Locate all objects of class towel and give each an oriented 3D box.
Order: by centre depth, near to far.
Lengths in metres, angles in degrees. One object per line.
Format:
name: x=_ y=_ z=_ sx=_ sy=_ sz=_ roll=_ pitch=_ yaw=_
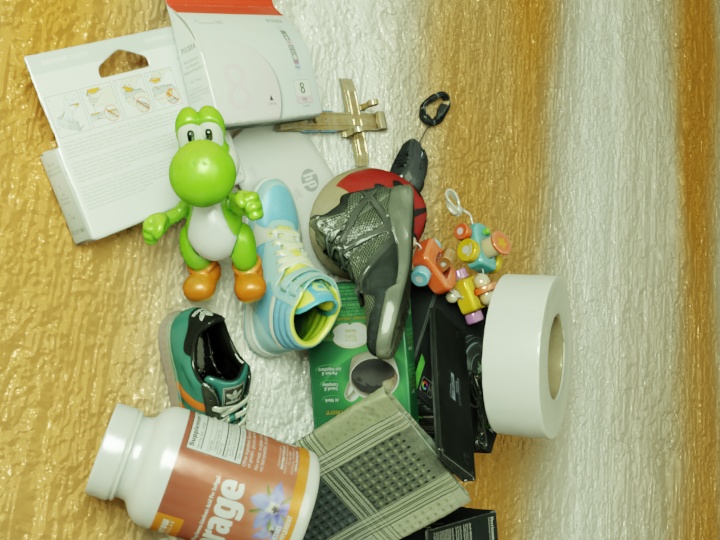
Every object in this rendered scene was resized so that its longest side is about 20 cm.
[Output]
towel: x=-0.001 y=0.234 z=0.929 sx=0.193 sy=0.199 sz=0.035 roll=53 pitch=14 yaw=-25

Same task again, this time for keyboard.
keyboard: x=0.114 y=0.148 z=0.975 sx=0.127 sy=0.020 sz=0.202 roll=42 pitch=37 yaw=-38

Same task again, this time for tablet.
tablet: x=-0.075 y=-0.095 z=1.004 sx=0.201 sy=0.014 sz=0.130 roll=56 pitch=50 yaw=-24

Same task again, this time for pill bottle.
pill bottle: x=-0.147 y=0.196 z=0.785 sx=0.198 sy=0.112 sz=0.113 roll=20 pitch=68 yaw=-11

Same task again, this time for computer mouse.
computer mouse: x=0.091 y=-0.177 z=1.164 sx=0.059 sy=0.034 sz=0.201 roll=43 pitch=56 yaw=-31

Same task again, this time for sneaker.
sneaker: x=-0.146 y=0.136 z=0.852 sx=0.071 sy=0.079 sz=0.202 roll=-23 pitch=100 yaw=-43
sneaker: x=0.000 y=0.000 z=0.905 sx=0.076 sy=0.113 sz=0.202 roll=73 pitch=19 yaw=-66
sneaker: x=-0.069 y=-0.007 z=0.909 sx=0.079 sy=0.130 sz=0.203 roll=-2 pitch=88 yaw=-36

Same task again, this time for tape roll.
tape roll: x=0.212 y=0.106 z=1.050 sx=0.202 sy=0.070 sz=0.205 roll=1 pitch=90 yaw=-65

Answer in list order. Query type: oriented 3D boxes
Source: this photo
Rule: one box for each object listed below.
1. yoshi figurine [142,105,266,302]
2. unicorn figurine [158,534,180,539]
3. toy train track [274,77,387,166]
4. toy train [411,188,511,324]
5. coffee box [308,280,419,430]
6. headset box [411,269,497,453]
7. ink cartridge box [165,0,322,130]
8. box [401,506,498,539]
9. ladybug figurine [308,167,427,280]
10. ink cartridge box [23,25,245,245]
yoshi figurine: x=-0.147 y=-0.054 z=0.812 sx=0.112 sy=0.111 sz=0.202 roll=-30 pitch=132 yaw=-33
unicorn figurine: x=-0.162 y=0.306 z=0.831 sx=0.200 sy=0.074 sz=0.138 roll=-49 pitch=118 yaw=-19
toy train track: x=-0.026 y=-0.188 z=1.042 sx=0.199 sy=0.032 sz=0.116 roll=-11 pitch=89 yaw=-48
toy train: x=0.132 y=-0.023 z=1.050 sx=0.151 sy=0.055 sz=0.201 roll=54 pitch=37 yaw=-18
coffee box: x=0.002 y=0.112 z=0.970 sx=0.044 sy=0.121 sz=0.203 roll=-2 pitch=87 yaw=-74
headset box: x=0.102 y=0.114 z=1.093 sx=0.200 sy=0.092 sz=0.175 roll=41 pitch=57 yaw=-32
ink cartridge box: x=-0.127 y=-0.255 z=0.899 sx=0.162 sy=0.057 sz=0.203 roll=-19 pitch=102 yaw=-49
box: x=0.111 y=0.416 z=1.069 sx=0.140 sy=0.078 sz=0.203 roll=2 pitch=82 yaw=-41
ladybug figurine: x=0.020 y=-0.061 z=1.034 sx=0.199 sy=0.071 sz=0.137 roll=-26 pitch=105 yaw=-48
ink cartridge box: x=-0.226 y=-0.141 z=0.842 sx=0.199 sy=0.043 sz=0.175 roll=-29 pitch=104 yaw=-43
